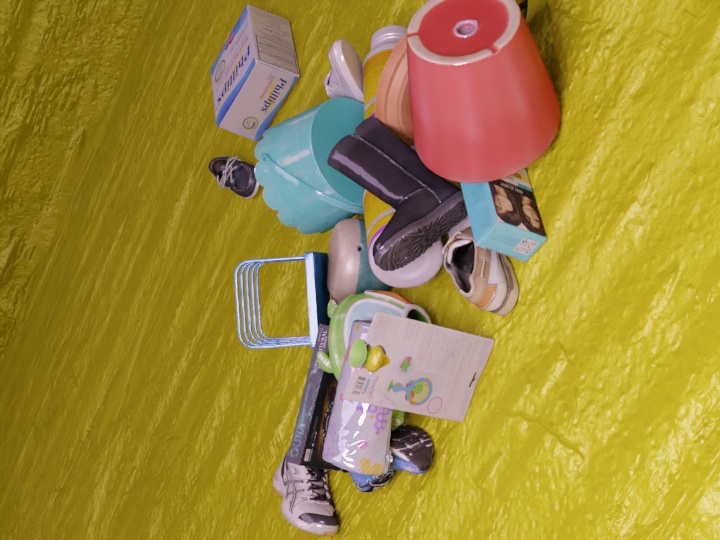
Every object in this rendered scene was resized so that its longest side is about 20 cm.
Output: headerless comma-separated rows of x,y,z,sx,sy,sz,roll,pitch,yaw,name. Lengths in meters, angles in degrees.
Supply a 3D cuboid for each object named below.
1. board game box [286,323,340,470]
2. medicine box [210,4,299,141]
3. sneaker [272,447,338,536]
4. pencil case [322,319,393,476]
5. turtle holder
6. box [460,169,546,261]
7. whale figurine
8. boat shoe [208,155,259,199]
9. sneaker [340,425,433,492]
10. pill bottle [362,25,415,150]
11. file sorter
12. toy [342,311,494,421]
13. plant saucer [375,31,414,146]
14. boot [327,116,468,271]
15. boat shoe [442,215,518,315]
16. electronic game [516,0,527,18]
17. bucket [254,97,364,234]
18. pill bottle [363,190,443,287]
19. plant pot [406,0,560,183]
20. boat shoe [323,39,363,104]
-0.040,0.189,1.735,0.028,0.135,0.202,10,82,30,board game box
-0.218,-0.403,2.424,0.183,0.102,0.201,-53,33,34,medicine box
-0.080,0.323,1.792,0.200,0.075,0.088,41,112,60,sneaker
0.012,0.164,1.541,0.090,0.083,0.202,12,90,29,pencil case
0.024,0.112,1.640,0.131,0.141,0.186,-15,35,37,turtle holder
0.176,-0.110,1.543,0.049,0.082,0.201,-49,36,37,box
0.000,0.000,1.825,0.200,0.103,0.161,110,163,-69,whale figurine
-0.258,-0.198,2.428,0.075,0.061,0.200,-67,28,8,boat shoe
0.033,0.260,1.635,0.199,0.078,0.090,0,96,57,sneaker
0.055,-0.280,1.841,0.104,0.104,0.202,-41,42,46,pill bottle
-0.114,0.047,1.810,0.200,0.121,0.140,-2,-92,-86,file sorter
0.067,0.116,1.489,0.047,0.199,0.116,31,103,50,toy
0.100,-0.265,1.670,0.032,0.200,0.202,35,109,32,plant saucer
0.025,-0.105,1.578,0.200,0.164,0.066,43,151,27,boot
0.147,-0.026,1.566,0.075,0.068,0.201,-59,30,27,boat shoe
0.148,-0.313,1.598,0.042,0.199,0.201,45,118,29,electronic game
-0.050,-0.167,1.880,0.134,0.206,0.209,-21,57,47,bucket
0.058,-0.075,1.694,0.105,0.104,0.201,-55,25,32,pill bottle
0.144,-0.241,1.483,0.198,0.178,0.202,-9,51,11,plant pot
-0.022,-0.292,1.900,0.068,0.200,0.073,-10,65,14,boat shoe
